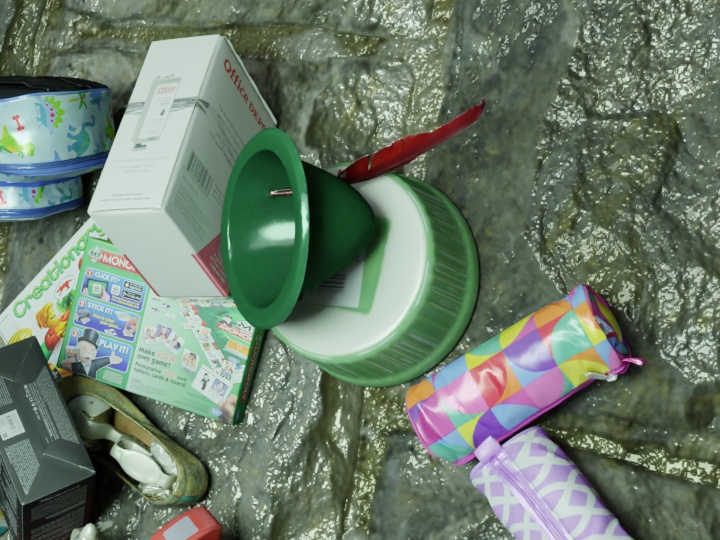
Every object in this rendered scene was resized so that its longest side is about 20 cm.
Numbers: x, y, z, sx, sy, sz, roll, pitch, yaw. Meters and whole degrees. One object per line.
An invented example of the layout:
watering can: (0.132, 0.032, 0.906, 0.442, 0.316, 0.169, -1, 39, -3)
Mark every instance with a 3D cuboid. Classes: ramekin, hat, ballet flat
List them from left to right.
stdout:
ballet flat: (-0.237, 0.164, 1.183, 0.199, 0.071, 0.071, 32, 94, 17)
hat: (-0.005, -0.039, 1.049, 0.199, 0.174, 0.168, -29, 66, 58)
ramekin: (0.000, 0.000, 1.102, 0.197, 0.097, 0.203, -5, 77, 24)

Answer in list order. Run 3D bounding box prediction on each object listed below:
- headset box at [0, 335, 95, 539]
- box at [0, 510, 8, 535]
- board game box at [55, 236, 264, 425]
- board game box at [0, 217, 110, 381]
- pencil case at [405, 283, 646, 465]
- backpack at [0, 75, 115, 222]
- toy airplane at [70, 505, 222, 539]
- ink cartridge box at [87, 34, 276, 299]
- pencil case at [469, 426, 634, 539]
headset box: (-0.321, 0.179, 1.179, 0.076, 0.201, 0.150, -21, 68, -23)
box: (-0.443, 0.234, 1.209, 0.049, 0.200, 0.083, -40, 65, 12)
board game box: (-0.193, 0.058, 1.194, 0.197, 0.029, 0.137, 16, 92, 16)
board game box: (-0.282, 0.035, 1.266, 0.200, 0.035, 0.127, -45, 65, 11)
pencil case: (0.135, 0.090, 1.030, 0.199, 0.088, 0.089, -32, 68, 18)
backpack: (-0.353, -0.128, 1.259, 0.197, 0.183, 0.149, -3, 101, 21)
toy airplane: (-0.211, 0.323, 1.112, 0.198, 0.140, 0.202, -15, 66, 35)
ink cartridge box: (-0.159, -0.096, 1.140, 0.082, 0.147, 0.202, -1, 57, 23)
pencil case: (0.171, 0.221, 0.983, 0.084, 0.085, 0.201, -50, 62, 21)
